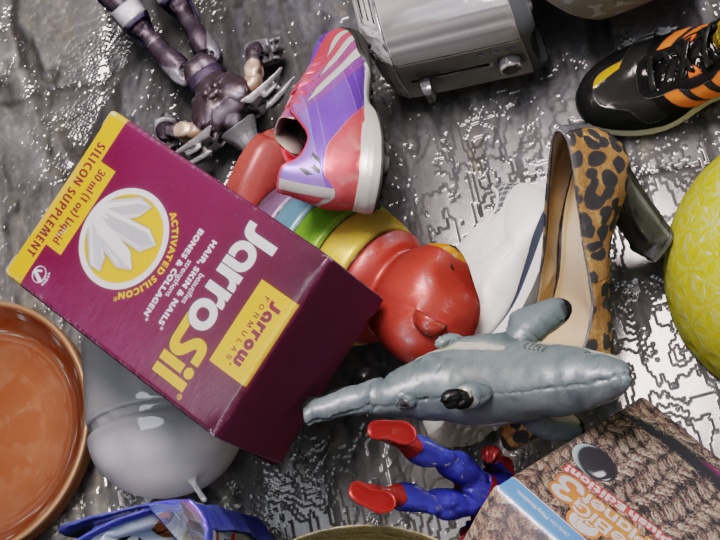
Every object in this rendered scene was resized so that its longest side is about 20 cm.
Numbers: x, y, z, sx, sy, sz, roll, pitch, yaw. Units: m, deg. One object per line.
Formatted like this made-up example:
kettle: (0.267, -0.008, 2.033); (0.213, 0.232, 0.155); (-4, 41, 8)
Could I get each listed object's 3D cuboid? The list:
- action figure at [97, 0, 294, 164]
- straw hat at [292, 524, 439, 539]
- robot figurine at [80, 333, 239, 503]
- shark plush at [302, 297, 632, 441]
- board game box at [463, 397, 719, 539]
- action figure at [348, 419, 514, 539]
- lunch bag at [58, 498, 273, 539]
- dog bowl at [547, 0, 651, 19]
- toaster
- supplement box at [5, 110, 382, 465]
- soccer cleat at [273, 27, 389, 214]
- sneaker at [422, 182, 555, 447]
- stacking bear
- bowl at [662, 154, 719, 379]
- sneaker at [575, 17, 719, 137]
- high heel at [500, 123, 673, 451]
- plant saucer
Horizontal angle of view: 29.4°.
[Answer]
action figure: (-0.129, -0.163, 1.101); (0.129, 0.069, 0.201); (-33, 71, -5)
straw hat: (0.001, 0.219, 0.922); (0.198, 0.203, 0.085); (-14, 28, 10)
robot figurine: (-0.146, 0.077, 0.998); (0.169, 0.112, 0.203); (-33, 58, 47)
shark plush: (0.064, 0.063, 0.847); (0.197, 0.083, 0.092); (5, 98, 2)
board game box: (0.166, 0.185, 0.825); (0.159, 0.199, 0.098); (39, 120, 22)
action figure: (0.067, 0.141, 0.877); (0.051, 0.199, 0.066); (8, 80, 33)
lunch bag: (-0.154, 0.234, 0.920); (0.200, 0.170, 0.124); (-44, 72, -1)
dog bowl: (0.157, -0.274, 1.003); (0.058, 0.198, 0.203); (-33, 60, 45)
toaster: (0.059, -0.229, 1.045); (0.127, 0.114, 0.203); (-16, 71, 12)
supplement box: (-0.107, 0.011, 0.883); (0.199, 0.103, 0.132); (32, 87, 26)
soccer cleat: (-0.027, -0.112, 0.952); (0.072, 0.069, 0.201); (4, 38, -10)
sneaker: (0.090, 0.031, 0.982); (0.080, 0.076, 0.202); (21, 74, 33)
stacking bear: (0.000, 0.000, 0.956); (0.199, 0.121, 0.115); (28, 87, 38)
bowl: (0.300, -0.018, 0.914); (0.197, 0.108, 0.203); (-4, 72, 13)
sneaker: (0.249, -0.156, 0.981); (0.197, 0.090, 0.071); (-11, 70, 11)
high heel: (0.121, 0.008, 0.899); (0.071, 0.143, 0.201); (21, 73, 47)
plant saucer: (-0.296, 0.125, 1.067); (0.197, 0.032, 0.203); (-5, 70, 14)
